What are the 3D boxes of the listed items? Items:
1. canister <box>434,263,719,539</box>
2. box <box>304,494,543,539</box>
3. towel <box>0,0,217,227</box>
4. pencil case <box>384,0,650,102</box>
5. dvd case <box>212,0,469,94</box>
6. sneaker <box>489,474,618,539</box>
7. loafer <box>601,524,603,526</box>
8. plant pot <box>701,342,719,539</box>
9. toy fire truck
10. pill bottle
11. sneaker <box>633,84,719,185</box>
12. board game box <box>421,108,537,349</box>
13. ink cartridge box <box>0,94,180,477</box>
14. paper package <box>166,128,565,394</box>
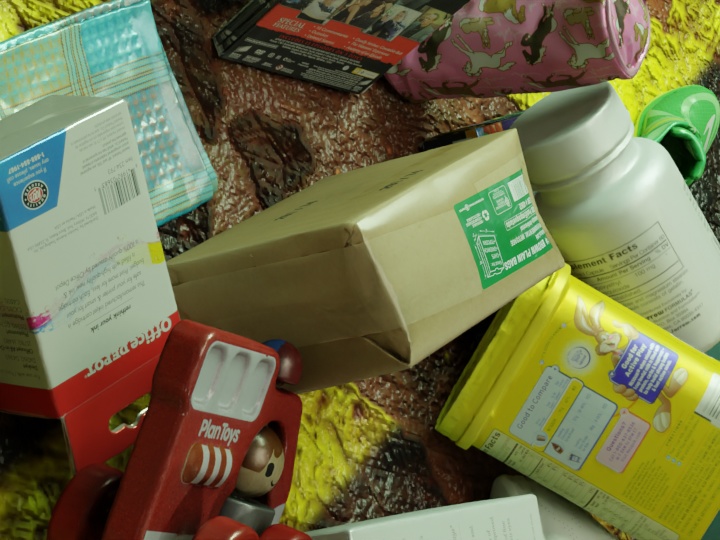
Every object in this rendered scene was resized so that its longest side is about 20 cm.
[{"bbox_3d":[0.175,0.099,1.714,0.200,0.149,0.087,30,11,-1],"label":"canister"},{"bbox_3d":[0.030,0.238,1.599,0.200,0.106,0.153,-3,82,-48],"label":"box"},{"bbox_3d":[-0.177,-0.084,1.510,0.200,0.022,0.147,-29,102,-48],"label":"towel"},{"bbox_3d":[0.107,-0.171,1.728,0.083,0.200,0.087,43,51,-47],"label":"pencil case"},{"bbox_3d":[0.015,-0.195,1.631,0.146,0.200,0.022,10,51,-47],"label":"dvd case"},{"bbox_3d":[0.156,0.225,1.709,0.088,0.075,0.200,-1,50,-16],"label":"sneaker"},{"bbox_3d":[0.152,0.279,1.757,0.071,0.073,0.200,54,47,-39],"label":"loafer"},{"bbox_3d":[0.329,0.125,1.959,0.141,0.141,0.200,5,69,-49],"label":"plant pot"},{"bbox_3d":[-0.085,0.118,1.432,0.200,0.112,0.168,20,91,-67],"label":"toy fire truck"},{"bbox_3d":[0.189,-0.034,1.763,0.200,0.114,0.114,58,44,-22],"label":"pill bottle"},{"bbox_3d":[0.253,-0.090,1.960,0.200,0.083,0.074,-45,114,-46],"label":"sneaker"},{"bbox_3d":[0.137,-0.022,1.832,0.165,0.057,0.200,-18,94,-52],"label":"board game box"},{"bbox_3d":[-0.176,0.009,1.431,0.116,0.067,0.200,-33,119,-45],"label":"ink cartridge box"},{"bbox_3d":[0.000,0.000,1.563,0.200,0.190,0.104,-30,103,-50],"label":"paper package"}]
